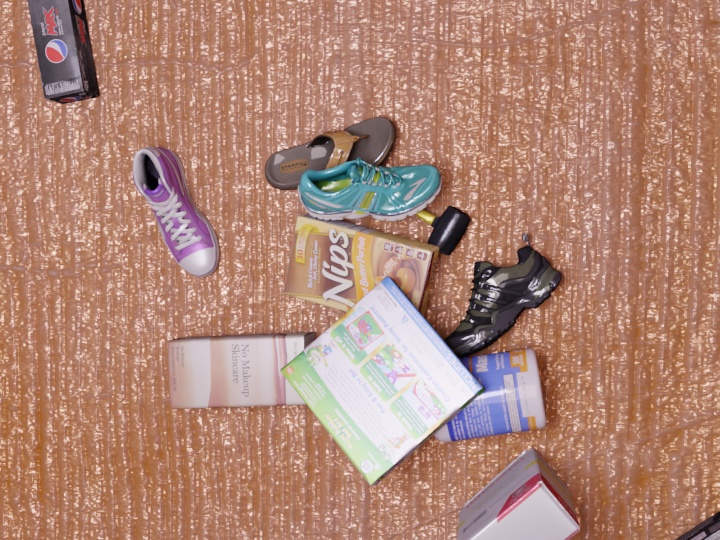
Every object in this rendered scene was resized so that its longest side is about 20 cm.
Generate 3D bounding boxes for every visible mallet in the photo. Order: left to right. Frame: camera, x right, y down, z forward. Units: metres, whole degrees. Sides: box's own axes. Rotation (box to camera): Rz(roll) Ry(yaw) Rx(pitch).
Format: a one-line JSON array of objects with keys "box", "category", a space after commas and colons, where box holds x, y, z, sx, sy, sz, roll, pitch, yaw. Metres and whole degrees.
[{"box": [0.055, -0.087, 1.607, 0.199, 0.041, 0.066, 24, 97, 12], "category": "mallet"}]

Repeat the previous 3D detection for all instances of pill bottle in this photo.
[{"box": [0.150, 0.175, 1.559, 0.199, 0.112, 0.113, -9, 90, 8], "category": "pill bottle"}]

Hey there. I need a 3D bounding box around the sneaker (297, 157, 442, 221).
[{"box": [0.013, -0.114, 1.549, 0.199, 0.080, 0.078, -7, 57, 4], "category": "sneaker"}]

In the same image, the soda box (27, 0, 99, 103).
[{"box": [-0.435, -0.349, 1.649, 0.063, 0.071, 0.201, -9, 91, 7], "category": "soda box"}]

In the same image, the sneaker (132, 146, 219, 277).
[{"box": [-0.272, -0.081, 1.614, 0.072, 0.114, 0.201, -26, 89, 7], "category": "sneaker"}]

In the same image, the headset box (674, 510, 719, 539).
[{"box": [0.510, 0.440, 1.532, 0.148, 0.075, 0.200, -36, 86, 8], "category": "headset box"}]

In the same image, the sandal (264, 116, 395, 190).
[{"box": [-0.047, -0.168, 1.598, 0.199, 0.055, 0.082, -12, 69, 12], "category": "sandal"}]

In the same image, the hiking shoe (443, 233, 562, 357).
[{"box": [0.179, 0.040, 1.579, 0.200, 0.076, 0.101, -37, 78, -1], "category": "hiking shoe"}]

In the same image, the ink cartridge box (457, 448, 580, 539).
[{"box": [0.208, 0.330, 1.512, 0.145, 0.200, 0.083, -42, 89, 7], "category": "ink cartridge box"}]

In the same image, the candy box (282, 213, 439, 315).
[{"box": [0.000, 0.000, 1.587, 0.199, 0.055, 0.116, 15, 102, 14], "category": "candy box"}]

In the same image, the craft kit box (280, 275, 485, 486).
[{"box": [0.029, 0.146, 1.510, 0.197, 0.049, 0.200, -40, 75, 2], "category": "craft kit box"}]

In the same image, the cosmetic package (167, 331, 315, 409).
[{"box": [-0.166, 0.142, 1.617, 0.199, 0.087, 0.104, -4, 90, 8], "category": "cosmetic package"}]
